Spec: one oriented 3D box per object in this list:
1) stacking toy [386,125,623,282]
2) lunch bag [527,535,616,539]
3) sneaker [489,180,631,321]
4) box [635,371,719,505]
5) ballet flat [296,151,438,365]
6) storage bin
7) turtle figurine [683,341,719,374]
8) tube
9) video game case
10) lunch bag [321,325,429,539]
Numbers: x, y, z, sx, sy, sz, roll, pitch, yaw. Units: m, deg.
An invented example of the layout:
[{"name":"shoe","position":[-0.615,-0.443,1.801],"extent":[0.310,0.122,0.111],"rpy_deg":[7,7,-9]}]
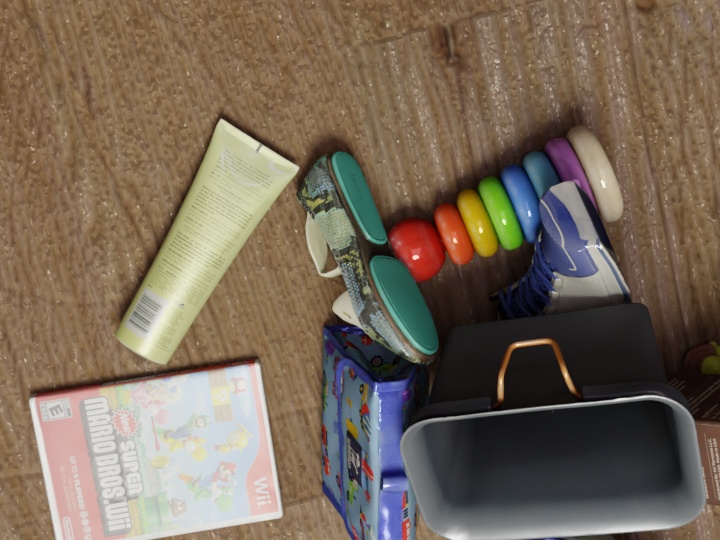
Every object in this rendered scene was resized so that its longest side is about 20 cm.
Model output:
[{"name":"stacking toy","position":[0.113,-0.044,0.911],"extent":[0.199,0.085,0.086],"rpy_deg":[-24,101,6]},{"name":"lunch bag","position":[0.183,0.271,0.921],"extent":[0.127,0.170,0.201],"rpy_deg":[-38,101,-3]},{"name":"sneaker","position":[0.158,0.022,0.887],"extent":[0.114,0.200,0.081],"rpy_deg":[-22,57,10]},{"name":"box","position":[0.247,0.131,0.881],"extent":[0.100,0.199,0.076],"rpy_deg":[-24,107,-43]},{"name":"ballet flat","position":[0.000,0.000,0.875],"extent":[0.074,0.074,0.201],"rpy_deg":[-21,62,-1]},{"name":"storage bin","position":[0.137,0.095,0.794],"extent":[0.198,0.135,0.146],"rpy_deg":[-9,124,16]},{"name":"turtle figurine","position":[0.346,0.117,0.910],"extent":[0.064,0.161,0.201],"rpy_deg":[-38,103,-15]},{"name":"tube","position":[-0.132,-0.019,0.907],"extent":[0.058,0.052,0.201],"rpy_deg":[26,95,-51]},{"name":"video game case","position":[-0.175,0.162,0.948],"extent":[0.198,0.017,0.144],"rpy_deg":[-9,100,-4]},{"name":"lunch bag","position":[0.020,0.139,0.868],"extent":[0.093,0.200,0.152],"rpy_deg":[0,100,-5]}]
